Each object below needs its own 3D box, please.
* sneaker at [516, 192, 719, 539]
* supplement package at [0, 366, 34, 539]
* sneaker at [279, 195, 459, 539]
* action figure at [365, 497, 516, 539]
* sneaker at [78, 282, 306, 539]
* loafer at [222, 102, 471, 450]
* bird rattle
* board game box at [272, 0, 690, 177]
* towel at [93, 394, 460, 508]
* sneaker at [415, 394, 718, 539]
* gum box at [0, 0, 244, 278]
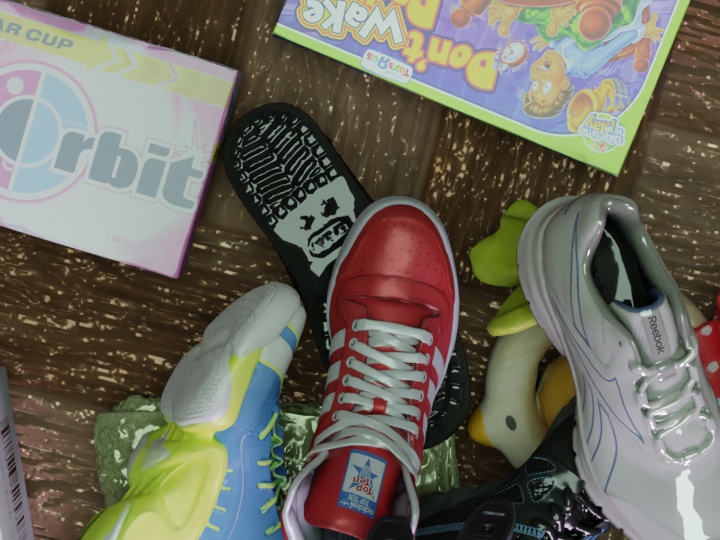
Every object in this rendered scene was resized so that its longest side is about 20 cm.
[{"bbox_3d":[0.137,0.054,1.429,0.074,0.087,0.201,-24,86,-16],"label":"sneaker"},{"bbox_3d":[-0.280,0.125,1.525,0.199,0.117,0.117,-10,94,0],"label":"supplement package"},{"bbox_3d":[0.006,0.067,1.454,0.071,0.112,0.201,10,100,2],"label":"sneaker"},{"bbox_3d":[0.043,0.214,1.427,0.130,0.069,0.201,-1,117,1],"label":"action figure"},{"bbox_3d":[-0.064,0.107,1.519,0.105,0.076,0.200,31,100,-16],"label":"sneaker"},{"bbox_3d":[0.000,0.000,1.543,0.073,0.071,0.201,-27,89,8],"label":"loafer"},{"bbox_3d":[0.144,0.048,1.556,0.199,0.113,0.163,23,104,-15],"label":"bird rattle"},{"bbox_3d":[0.070,-0.149,1.550,0.199,0.045,0.135,22,93,-2],"label":"board game box"},{"bbox_3d":[-0.044,0.141,1.569,0.199,0.036,0.149,0,94,-2],"label":"towel"},{"bbox_3d":[0.103,0.127,1.499,0.200,0.082,0.073,-35,116,12],"label":"sneaker"},{"bbox_3d":[-0.173,-0.080,1.540,0.199,0.066,0.114,17,94,-1],"label":"gum box"}]
